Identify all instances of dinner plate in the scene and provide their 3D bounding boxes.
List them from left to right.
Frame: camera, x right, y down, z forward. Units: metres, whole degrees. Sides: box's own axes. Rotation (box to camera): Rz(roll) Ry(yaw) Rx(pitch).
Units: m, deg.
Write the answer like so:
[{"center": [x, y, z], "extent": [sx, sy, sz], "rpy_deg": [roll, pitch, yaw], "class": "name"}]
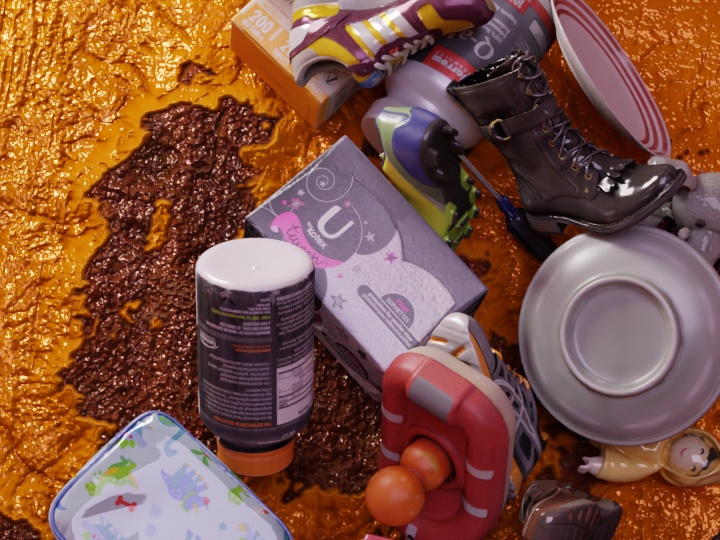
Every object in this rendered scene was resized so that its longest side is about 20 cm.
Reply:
[{"center": [0.236, -0.188, 1.632], "extent": [0.024, 0.200, 0.201], "rpy_deg": [-33, 76, 21], "class": "dinner plate"}]

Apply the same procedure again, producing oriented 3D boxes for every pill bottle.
[{"center": [-0.094, 0.082, 1.505], "extent": [0.105, 0.106, 0.202], "rpy_deg": [-1, 116, -5], "class": "pill bottle"}, {"center": [0.096, -0.192, 1.641], "extent": [0.115, 0.116, 0.201], "rpy_deg": [35, 73, 6], "class": "pill bottle"}]

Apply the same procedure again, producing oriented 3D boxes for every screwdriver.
[{"center": [0.124, -0.082, 1.605], "extent": [0.200, 0.028, 0.029], "rpy_deg": [50, 64, -25], "class": "screwdriver"}]

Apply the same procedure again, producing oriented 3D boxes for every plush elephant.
[{"center": [0.316, -0.026, 1.589], "extent": [0.163, 0.155, 0.201], "rpy_deg": [16, 73, 0], "class": "plush elephant"}]

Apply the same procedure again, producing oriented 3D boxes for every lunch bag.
[{"center": [-0.171, 0.239, 1.503], "extent": [0.200, 0.083, 0.161], "rpy_deg": [42, 73, 8], "class": "lunch bag"}]

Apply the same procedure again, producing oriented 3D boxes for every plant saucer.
[{"center": [0.234, 0.058, 1.512], "extent": [0.198, 0.050, 0.202], "rpy_deg": [0, 90, 18], "class": "plant saucer"}]

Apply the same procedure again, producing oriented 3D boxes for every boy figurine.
[{"center": [0.250, 0.147, 1.580], "extent": [0.199, 0.065, 0.125], "rpy_deg": [35, 72, 10], "class": "boy figurine"}]

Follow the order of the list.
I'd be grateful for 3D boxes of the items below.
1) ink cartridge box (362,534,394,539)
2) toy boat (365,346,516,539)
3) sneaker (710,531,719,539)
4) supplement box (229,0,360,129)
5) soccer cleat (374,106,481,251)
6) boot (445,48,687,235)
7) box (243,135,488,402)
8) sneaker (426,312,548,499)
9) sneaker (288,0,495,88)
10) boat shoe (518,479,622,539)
[{"center": [0.087, 0.298, 1.475], "extent": [0.198, 0.145, 0.085], "rpy_deg": [13, 75, -1], "class": "ink cartridge box"}, {"center": [0.054, 0.175, 1.478], "extent": [0.130, 0.201, 0.131], "rpy_deg": [30, 51, 28], "class": "toy boat"}, {"center": [0.314, 0.282, 1.533], "extent": [0.200, 0.082, 0.077], "rpy_deg": [-39, 80, -15], "class": "sneaker"}, {"center": [-0.017, -0.257, 1.672], "extent": [0.126, 0.074, 0.200], "rpy_deg": [43, 74, 8], "class": "supplement box"}, {"center": [0.060, -0.084, 1.573], "extent": [0.083, 0.201, 0.065], "rpy_deg": [25, 65, 26], "class": "soccer cleat"}, {"center": [0.179, -0.120, 1.516], "extent": [0.069, 0.199, 0.175], "rpy_deg": [-46, 115, -37], "class": "boot"}, {"center": [0.000, 0.000, 1.574], "extent": [0.132, 0.115, 0.200], "rpy_deg": [-40, 80, -15], "class": "box"}, {"center": [0.117, 0.113, 1.537], "extent": [0.078, 0.201, 0.077], "rpy_deg": [19, 50, 43], "class": "sneaker"}, {"center": [0.030, -0.213, 1.575], "extent": [0.198, 0.075, 0.091], "rpy_deg": [-3, 77, 20], "class": "sneaker"}, {"center": [0.172, 0.223, 1.491], "extent": [0.071, 0.200, 0.076], "rpy_deg": [27, 91, 23], "class": "boat shoe"}]
